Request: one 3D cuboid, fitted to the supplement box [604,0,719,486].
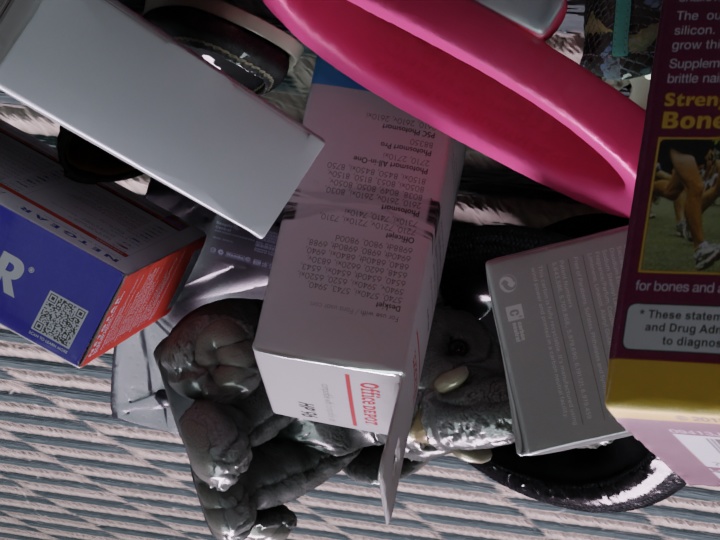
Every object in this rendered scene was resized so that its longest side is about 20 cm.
[{"bbox_3d":[0.170,-0.029,0.720,0.131,0.200,0.103,3,162,28],"label":"supplement box"}]

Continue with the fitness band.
[{"bbox_3d":[0.035,-0.082,0.805,0.200,0.037,0.144,31,171,22],"label":"fitness band"}]

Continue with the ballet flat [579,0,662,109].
[{"bbox_3d":[0.140,-0.064,0.860,0.074,0.074,0.200,0,160,34],"label":"ballet flat"}]

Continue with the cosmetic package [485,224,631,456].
[{"bbox_3d":[0.162,0.012,0.840,0.200,0.090,0.107,-11,175,22],"label":"cosmetic package"}]

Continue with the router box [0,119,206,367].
[{"bbox_3d":[-0.185,-0.036,1.002,0.200,0.049,0.179,29,-171,4],"label":"router box"}]

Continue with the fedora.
[{"bbox_3d":[0.110,0.033,1.104,0.200,0.092,0.201,25,139,24],"label":"fedora"}]

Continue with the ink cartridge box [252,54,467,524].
[{"bbox_3d":[0.000,0.000,0.935,0.068,0.200,0.116,10,163,6],"label":"ink cartridge box"}]

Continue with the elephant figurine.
[{"bbox_3d":[0.008,0.056,1.053,0.200,0.155,0.142,-17,161,-7],"label":"elephant figurine"}]

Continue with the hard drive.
[{"bbox_3d":[-0.058,0.013,1.134,0.135,0.042,0.200,14,129,-2],"label":"hard drive"}]

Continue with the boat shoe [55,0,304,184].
[{"bbox_3d":[-0.085,-0.077,0.950,0.072,0.068,0.200,26,164,-23],"label":"boat shoe"}]

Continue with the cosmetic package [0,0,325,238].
[{"bbox_3d":[-0.127,-0.098,0.817,0.151,0.052,0.200,28,-174,-47],"label":"cosmetic package"}]
